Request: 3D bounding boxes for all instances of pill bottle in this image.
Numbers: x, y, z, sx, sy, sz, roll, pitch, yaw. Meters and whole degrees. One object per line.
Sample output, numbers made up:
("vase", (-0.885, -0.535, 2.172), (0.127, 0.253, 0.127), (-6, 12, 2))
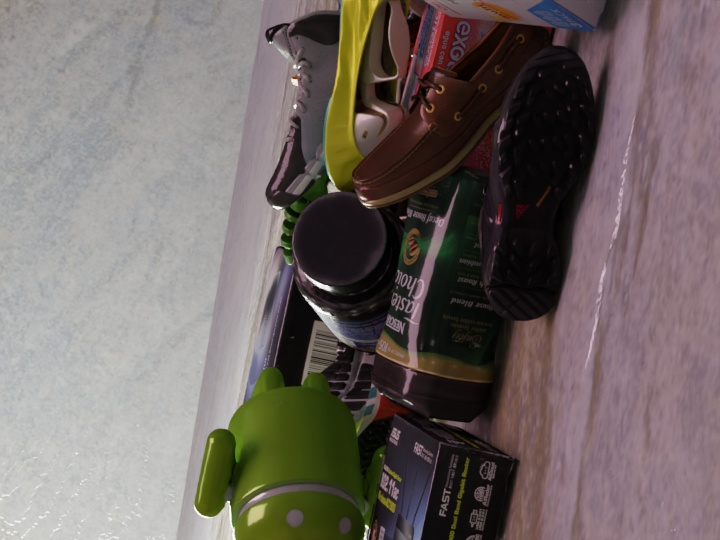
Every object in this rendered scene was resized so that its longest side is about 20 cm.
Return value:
("pill bottle", (0.000, 0.000, 1.674), (0.200, 0.110, 0.113), (56, -138, -71))

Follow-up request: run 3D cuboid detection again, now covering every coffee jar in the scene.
("coffee jar", (0.072, 0.017, 1.491), (0.104, 0.085, 0.202), (19, 99, 60))

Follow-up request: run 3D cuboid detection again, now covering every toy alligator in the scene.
("toy alligator", (-0.045, -0.068, 1.774), (0.059, 0.054, 0.202), (-94, 11, -61))

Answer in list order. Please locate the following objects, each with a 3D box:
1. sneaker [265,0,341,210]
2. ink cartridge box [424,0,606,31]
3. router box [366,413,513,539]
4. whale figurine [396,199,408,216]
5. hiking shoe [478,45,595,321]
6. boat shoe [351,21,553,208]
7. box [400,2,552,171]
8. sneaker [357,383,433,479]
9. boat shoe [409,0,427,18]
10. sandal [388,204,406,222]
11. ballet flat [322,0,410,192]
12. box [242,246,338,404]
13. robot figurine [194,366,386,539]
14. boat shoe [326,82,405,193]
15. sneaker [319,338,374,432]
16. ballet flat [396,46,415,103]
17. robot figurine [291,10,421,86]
("sneaker", (-0.054, -0.163, 1.680), (0.201, 0.115, 0.075), (-55, 11, -5))
("ink cartridge box", (0.083, -0.238, 1.398), (0.199, 0.115, 0.069), (15, 83, 48))
("router box", (0.055, 0.201, 1.460), (0.200, 0.061, 0.152), (-171, 93, -80))
("whale figurine", (0.000, -0.083, 1.865), (0.200, 0.102, 0.161), (39, -120, -80))
("hiking shoe", (0.119, -0.069, 1.381), (0.101, 0.075, 0.202), (-142, 64, -75))
("boat shoe", (0.068, -0.129, 1.450), (0.200, 0.068, 0.072), (-39, 28, -5))
("box", (0.097, -0.178, 1.567), (0.103, 0.094, 0.202), (-123, 46, -75))
("sneaker", (0.041, 0.118, 1.675), (0.093, 0.070, 0.202), (-55, -19, -62))
("boat shoe", (0.062, -0.264, 1.651), (0.199, 0.061, 0.074), (-2, -67, -60))
("sandal", (0.058, -0.069, 1.763), (0.201, 0.057, 0.081), (116, 162, -55))
("ballet flat", (0.010, -0.156, 1.566), (0.067, 0.066, 0.202), (22, 115, 39))
("box", (-0.048, 0.087, 1.998), (0.198, 0.122, 0.202), (-158, 80, -81))
("robot figurine", (-0.056, 0.182, 1.592), (0.116, 0.173, 0.202), (117, 155, -45))
("boat shoe", (0.041, -0.129, 1.738), (0.200, 0.076, 0.074), (-47, 2, -24))
("sneaker", (-0.003, 0.130, 1.762), (0.200, 0.077, 0.091), (-50, -42, -53))
("ballet flat", (0.061, -0.167, 1.672), (0.067, 0.064, 0.201), (9, 60, 47))
("robot figurine", (0.026, -0.205, 1.787), (0.199, 0.058, 0.145), (-38, -18, -14))
